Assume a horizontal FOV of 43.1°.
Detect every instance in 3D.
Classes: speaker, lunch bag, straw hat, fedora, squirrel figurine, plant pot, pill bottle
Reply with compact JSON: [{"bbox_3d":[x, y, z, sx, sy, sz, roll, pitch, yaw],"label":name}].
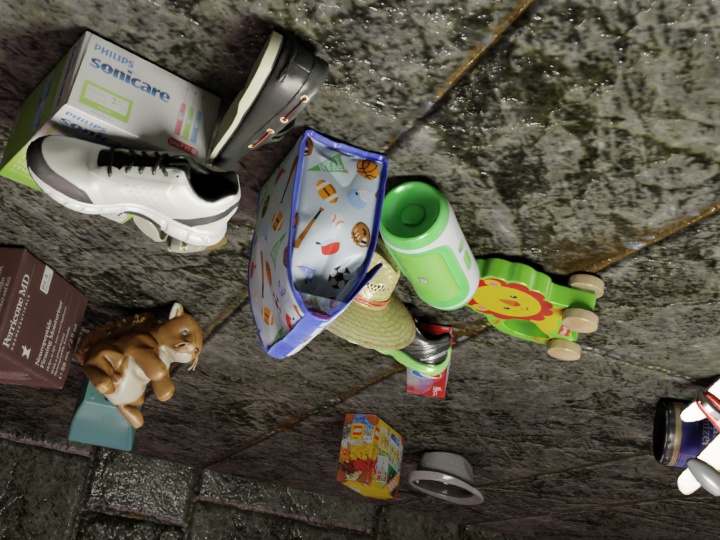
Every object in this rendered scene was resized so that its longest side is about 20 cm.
[{"bbox_3d":[0.083,-0.024,1.058,0.088,0.089,0.200,0,156,20],"label":"speaker"},{"bbox_3d":[-0.051,-0.016,0.976,0.123,0.201,0.170,16,156,-16],"label":"lunch bag"},{"bbox_3d":[0.000,0.000,1.116,0.200,0.201,0.085,19,117,-23],"label":"straw hat"},{"bbox_3d":[0.214,0.504,2.256,0.199,0.091,0.177,23,153,-16],"label":"fedora"},{"bbox_3d":[-0.360,0.125,1.501,0.200,0.186,0.142,38,162,43],"label":"squirrel figurine"},{"bbox_3d":[-0.542,0.280,1.955,0.140,0.142,0.200,13,150,-10],"label":"plant pot"},{"bbox_3d":[0.616,0.291,1.572,0.199,0.113,0.112,5,157,7],"label":"pill bottle"}]

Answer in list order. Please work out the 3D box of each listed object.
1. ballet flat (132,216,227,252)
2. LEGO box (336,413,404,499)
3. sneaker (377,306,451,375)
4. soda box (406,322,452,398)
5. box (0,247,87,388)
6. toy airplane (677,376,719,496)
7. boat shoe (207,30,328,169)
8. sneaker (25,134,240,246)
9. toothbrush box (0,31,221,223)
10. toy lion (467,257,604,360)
[{"bbox_3d":[-0.236,-0.056,1.127,0.068,0.063,0.200,-3,155,27],"label":"ballet flat"},{"bbox_3d":[0.025,0.423,2.057,0.077,0.150,0.200,-1,156,22],"label":"LEGO box"},{"bbox_3d":[0.045,0.083,1.358,0.199,0.084,0.077,24,-170,0],"label":"sneaker"},{"bbox_3d":[0.112,0.149,1.485,0.070,0.064,0.200,7,158,6],"label":"soda box"},{"bbox_3d":[-0.563,0.075,1.428,0.163,0.167,0.200,4,158,15],"label":"box"},{"bbox_3d":[0.600,0.263,1.418,0.198,0.141,0.201,-3,114,1],"label":"toy airplane"},{"bbox_3d":[-0.093,-0.143,0.853,0.063,0.074,0.201,24,150,-18],"label":"boat shoe"},{"bbox_3d":[-0.201,-0.088,0.835,0.199,0.074,0.080,15,141,-30],"label":"sneaker"},{"bbox_3d":[-0.257,-0.135,0.920,0.145,0.087,0.200,23,152,-32],"label":"toothbrush box"},{"bbox_3d":[0.216,0.044,1.214,0.190,0.069,0.200,13,159,9],"label":"toy lion"}]
